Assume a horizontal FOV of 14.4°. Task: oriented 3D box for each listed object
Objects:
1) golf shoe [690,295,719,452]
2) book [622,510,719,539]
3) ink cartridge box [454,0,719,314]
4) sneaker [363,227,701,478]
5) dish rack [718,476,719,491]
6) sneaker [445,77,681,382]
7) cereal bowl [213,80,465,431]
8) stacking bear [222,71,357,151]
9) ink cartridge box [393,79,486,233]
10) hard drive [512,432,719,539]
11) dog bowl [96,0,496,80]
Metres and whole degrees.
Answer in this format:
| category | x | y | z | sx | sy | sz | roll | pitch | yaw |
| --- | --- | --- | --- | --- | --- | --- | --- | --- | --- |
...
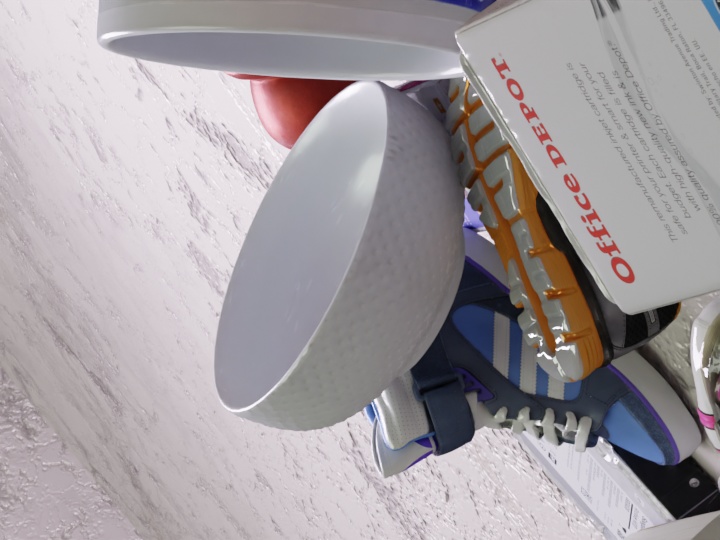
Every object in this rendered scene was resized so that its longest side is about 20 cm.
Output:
| category | x | y | z | sx | sy | sz | roll | pitch | yaw |
| --- | --- | --- | --- | --- | --- | --- | --- | --- | --- |
| golf shoe | 0.191 | 0.058 | 1.367 | 0.092 | 0.073 | 0.200 | 45 | 178 | 36 |
| book | 0.207 | 0.204 | 1.612 | 0.134 | 0.048 | 0.200 | 52 | 165 | 2 |
| ink cartridge box | 0.151 | -0.077 | 1.147 | 0.147 | 0.086 | 0.200 | 57 | 150 | -9 |
| sneaker | 0.079 | 0.084 | 1.649 | 0.200 | 0.146 | 0.081 | 40 | 165 | 10 |
| dish rack | 0.269 | 0.195 | 1.553 | 0.200 | 0.044 | 0.172 | 38 | 159 | 50 |
| sneaker | 0.104 | -0.043 | 1.496 | 0.078 | 0.077 | 0.200 | 143 | 109 | -70 |
| cereal bowl | 0.000 | 0.000 | 1.577 | 0.083 | 0.200 | 0.200 | 23 | 174 | -18 |
| stacking bear | -0.055 | -0.159 | 1.647 | 0.200 | 0.114 | 0.121 | 59 | 165 | -20 |
| ink cartridge box | 0.051 | -0.067 | 1.668 | 0.095 | 0.037 | 0.200 | 56 | 163 | -7 |
| hard drive | 0.154 | 0.119 | 1.751 | 0.200 | 0.038 | 0.140 | 48 | 164 | 21 |
| dog bowl | -0.030 | -0.145 | 1.428 | 0.200 | 0.200 | 0.079 | 175 | 98 | -73 |
